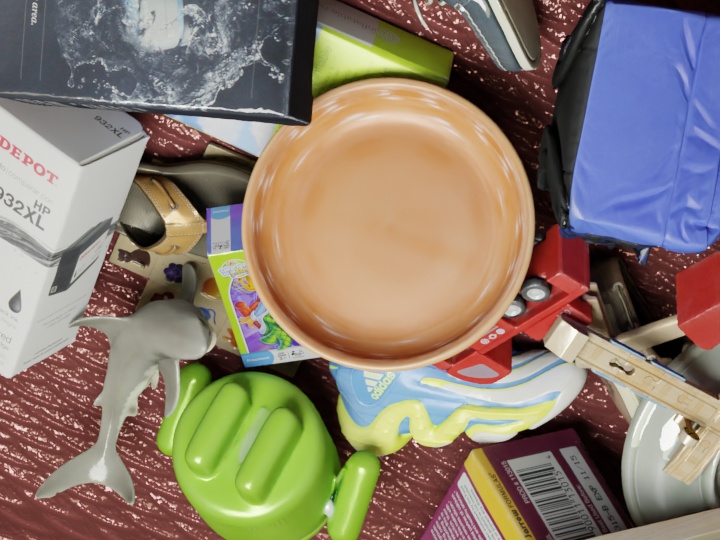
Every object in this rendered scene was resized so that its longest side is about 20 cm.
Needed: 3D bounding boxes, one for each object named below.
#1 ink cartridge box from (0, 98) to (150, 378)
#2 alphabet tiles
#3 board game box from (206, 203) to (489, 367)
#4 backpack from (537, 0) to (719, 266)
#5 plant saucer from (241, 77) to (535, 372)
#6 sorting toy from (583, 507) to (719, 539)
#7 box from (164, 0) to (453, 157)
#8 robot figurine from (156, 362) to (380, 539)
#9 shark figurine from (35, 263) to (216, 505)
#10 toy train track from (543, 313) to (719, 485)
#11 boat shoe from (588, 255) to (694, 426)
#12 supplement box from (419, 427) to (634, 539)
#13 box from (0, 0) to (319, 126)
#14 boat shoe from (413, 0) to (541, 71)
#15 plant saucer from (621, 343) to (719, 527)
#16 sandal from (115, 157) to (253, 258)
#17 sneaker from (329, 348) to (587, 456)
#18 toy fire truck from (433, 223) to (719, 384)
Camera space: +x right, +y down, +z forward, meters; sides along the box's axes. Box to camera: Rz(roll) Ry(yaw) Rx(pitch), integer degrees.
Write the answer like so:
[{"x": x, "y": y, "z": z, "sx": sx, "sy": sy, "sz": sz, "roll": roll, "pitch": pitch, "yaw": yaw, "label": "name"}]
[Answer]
[{"x": -0.256, "y": -0.048, "z": 1.664, "sx": 0.145, "sy": 0.084, "sz": 0.200, "roll": 36, "pitch": 125, "yaw": 16, "label": "ink cartridge box"}, {"x": -0.081, "y": -0.006, "z": 1.733, "sx": 0.199, "sy": 0.006, "sz": 0.167, "roll": 23, "pitch": 124, "yaw": -5, "label": "alphabet tiles"}, {"x": 0.000, "y": 0.000, "z": 1.657, "sx": 0.199, "sy": 0.045, "sz": 0.135, "roll": -8, "pitch": 141, "yaw": 6, "label": "board game box"}, {"x": 0.198, "y": -0.084, "z": 1.510, "sx": 0.167, "sy": 0.200, "sz": 0.163, "roll": 16, "pitch": 91, "yaw": -3, "label": "backpack"}, {"x": 0.020, "y": -0.030, "z": 1.571, "sx": 0.199, "sy": 0.037, "sz": 0.201, "roll": -1, "pitch": 82, "yaw": 6, "label": "plant saucer"}, {"x": 0.192, "y": 0.265, "z": 1.650, "sx": 0.199, "sy": 0.070, "sz": 0.199, "roll": -11, "pitch": 143, "yaw": -21, "label": "sorting toy"}, {"x": -0.050, "y": -0.135, "z": 1.617, "sx": 0.199, "sy": 0.048, "sz": 0.122, "roll": 24, "pitch": 123, "yaw": -6, "label": "box"}, {"x": -0.076, "y": 0.146, "z": 1.735, "sx": 0.175, "sy": 0.116, "sz": 0.200, "roll": 24, "pitch": 166, "yaw": 14, "label": "robot figurine"}, {"x": -0.182, "y": 0.070, "z": 1.716, "sx": 0.089, "sy": 0.129, "sz": 0.215, "roll": 14, "pitch": 133, "yaw": -24, "label": "shark figurine"}, {"x": 0.216, "y": 0.089, "z": 1.589, "sx": 0.199, "sy": 0.033, "sz": 0.115, "roll": 28, "pitch": 112, "yaw": -14, "label": "toy train track"}, {"x": 0.221, "y": 0.074, "z": 1.690, "sx": 0.075, "sy": 0.075, "sz": 0.202, "roll": -33, "pitch": 111, "yaw": 21, "label": "boat shoe"}, {"x": 0.117, "y": 0.236, "z": 1.745, "sx": 0.103, "sy": 0.131, "sz": 0.200, "roll": -9, "pitch": 144, "yaw": -33, "label": "supplement box"}, {"x": -0.126, "y": -0.201, "z": 1.501, "sx": 0.199, "sy": 0.117, "sz": 0.198, "roll": 5, "pitch": 92, "yaw": 6, "label": "box"}, {"x": 0.056, "y": -0.214, "z": 1.532, "sx": 0.062, "sy": 0.075, "sz": 0.200, "roll": -23, "pitch": 115, "yaw": 21, "label": "boat shoe"}, {"x": 0.288, "y": 0.135, "z": 1.676, "sx": 0.199, "sy": 0.050, "sz": 0.201, "roll": -8, "pitch": 114, "yaw": -18, "label": "plant saucer"}, {"x": -0.149, "y": -0.048, "z": 1.679, "sx": 0.199, "sy": 0.055, "sz": 0.082, "roll": 16, "pitch": 123, "yaw": 8, "label": "sandal"}, {"x": 0.063, "y": 0.075, "z": 1.717, "sx": 0.199, "sy": 0.076, "sz": 0.105, "roll": -17, "pitch": 118, "yaw": 21, "label": "sneaker"}, {"x": 0.153, "y": 0.032, "z": 1.616, "sx": 0.141, "sy": 0.049, "sz": 0.200, "roll": 30, "pitch": 134, "yaw": -29, "label": "toy fire truck"}]
